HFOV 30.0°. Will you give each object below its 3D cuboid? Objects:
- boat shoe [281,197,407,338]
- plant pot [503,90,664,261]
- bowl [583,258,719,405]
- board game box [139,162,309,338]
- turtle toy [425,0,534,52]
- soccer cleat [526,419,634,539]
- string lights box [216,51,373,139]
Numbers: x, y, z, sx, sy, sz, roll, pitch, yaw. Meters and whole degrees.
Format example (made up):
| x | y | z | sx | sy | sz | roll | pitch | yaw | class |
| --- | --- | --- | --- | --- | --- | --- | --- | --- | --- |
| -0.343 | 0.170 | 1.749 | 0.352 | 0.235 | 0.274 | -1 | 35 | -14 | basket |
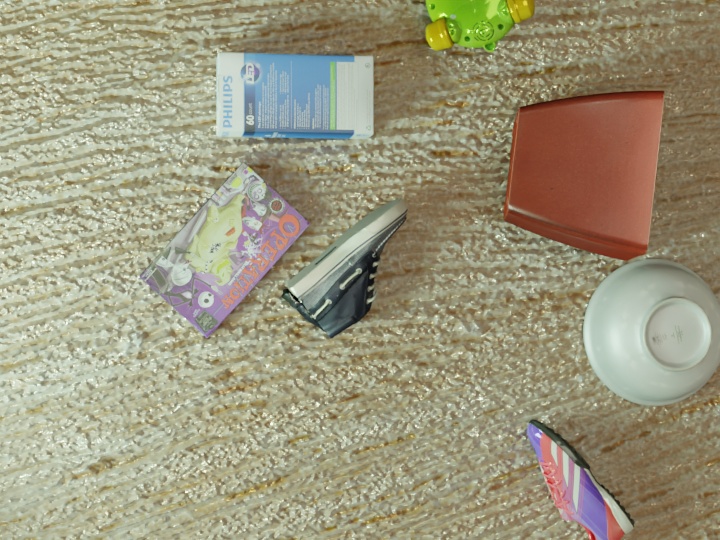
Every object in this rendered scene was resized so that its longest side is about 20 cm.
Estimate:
| x | y | z | sx | sy | sz | roll | pitch | yaw | class |
| --- | --- | --- | --- | --- | --- | --- | --- | --- | --- |
| 0.000 | 0.000 | 1.736 | 0.200 | 0.075 | 0.093 | -39 | 101 | 1 | boat shoe |
| 0.278 | -0.126 | 1.721 | 0.176 | 0.200 | 0.201 | 7 | 88 | 5 | plant pot |
| 0.404 | 0.083 | 1.778 | 0.200 | 0.090 | 0.202 | 0 | 89 | -9 | bowl |
| -0.175 | -0.026 | 1.728 | 0.120 | 0.032 | 0.200 | 42 | 84 | -10 | board game box |
| 0.143 | -0.378 | 1.739 | 0.145 | 0.101 | 0.201 | -17 | 89 | 15 | turtle toy |
| 0.276 | 0.285 | 1.770 | 0.073 | 0.068 | 0.200 | -41 | 97 | -3 | soccer cleat |
| -0.085 | -0.224 | 1.726 | 0.199 | 0.059 | 0.103 | 1 | 89 | -8 | string lights box |
